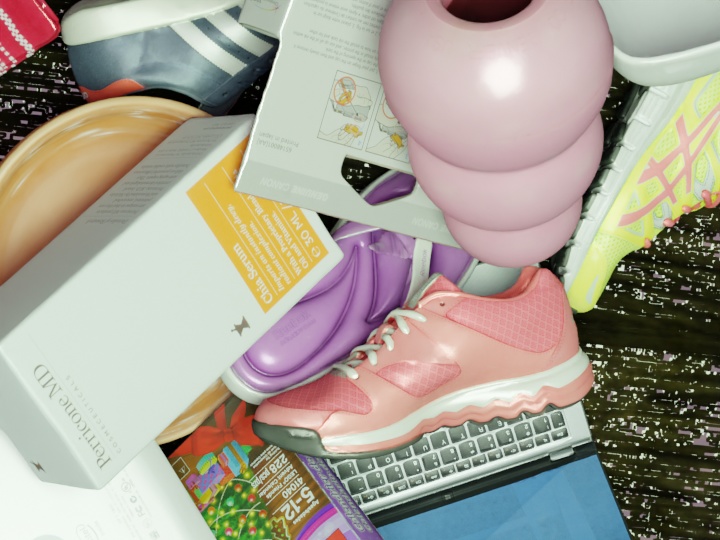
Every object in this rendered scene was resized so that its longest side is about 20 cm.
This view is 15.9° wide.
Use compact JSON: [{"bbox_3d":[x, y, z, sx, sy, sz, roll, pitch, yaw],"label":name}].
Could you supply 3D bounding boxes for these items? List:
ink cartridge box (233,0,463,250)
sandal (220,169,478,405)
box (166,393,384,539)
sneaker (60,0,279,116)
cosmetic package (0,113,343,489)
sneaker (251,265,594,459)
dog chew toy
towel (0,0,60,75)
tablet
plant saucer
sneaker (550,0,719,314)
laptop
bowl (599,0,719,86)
[{"bbox_3d":[0.018,-0.114,1.436,0.200,0.045,0.177,14,98,-43],"label":"ink cartridge box"},{"bbox_3d":[0.005,0.005,1.467,0.082,0.050,0.203,47,68,1],"label":"sandal"},{"bbox_3d":[-0.088,0.180,1.471,0.200,0.039,0.137,-45,67,14],"label":"box"},{"bbox_3d":[-0.067,-0.129,1.478,0.199,0.075,0.085,-11,105,3],"label":"sneaker"},{"bbox_3d":[-0.115,0.014,1.388,0.200,0.071,0.102,-45,115,-26],"label":"cosmetic package"},{"bbox_3d":[0.029,0.047,1.435,0.200,0.074,0.087,-13,101,-18],"label":"sneaker"},{"bbox_3d":[0.076,-0.080,1.393,0.124,0.125,0.200,-11,138,-1],"label":"dog chew toy"},{"bbox_3d":[-0.285,-0.132,1.446,0.200,0.023,0.145,-33,119,12],"label":"towel"},{"bbox_3d":[-0.153,0.147,1.407,0.130,0.014,0.200,-32,90,-16],"label":"tablet"},{"bbox_3d":[-0.134,0.000,1.457,0.200,0.037,0.201,-5,100,-26],"label":"plant saucer"},{"bbox_3d":[0.180,-0.056,1.490,0.090,0.078,0.200,30,93,-7],"label":"sneaker"},{"bbox_3d":[0.047,0.115,1.480,0.187,0.116,0.200,-18,102,-1],"label":"laptop"},{"bbox_3d":[0.199,-0.197,1.446,0.199,0.075,0.200,-22,59,-1],"label":"bowl"}]
